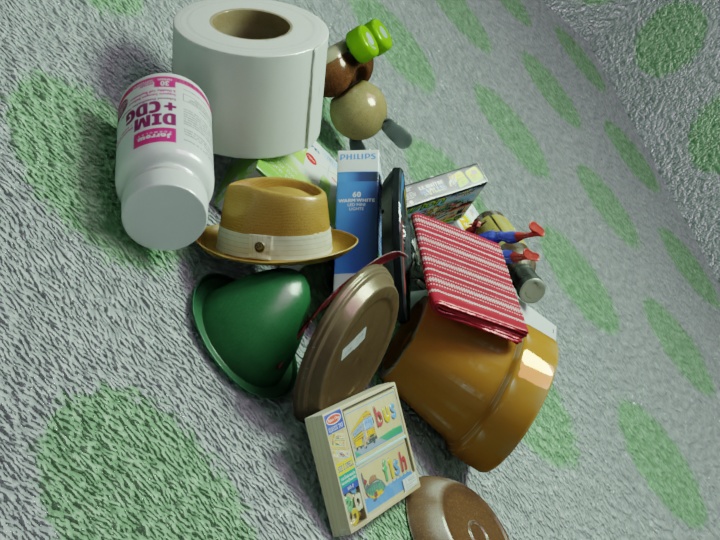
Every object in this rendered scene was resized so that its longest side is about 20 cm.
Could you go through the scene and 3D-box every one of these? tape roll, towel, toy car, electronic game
[{"bbox_3d":[-0.144,-0.251,1.585,0.199,0.141,0.204,5,31,-3],"label":"tape roll"},{"bbox_3d":[0.138,0.008,1.610,0.143,0.023,0.201,20,32,-21],"label":"towel"},{"bbox_3d":[-0.003,-0.267,1.964,0.202,0.163,0.158,59,23,-7],"label":"toy car"},{"bbox_3d":[0.052,-0.033,1.607,0.200,0.041,0.203,-2,90,-86],"label":"electronic game"}]

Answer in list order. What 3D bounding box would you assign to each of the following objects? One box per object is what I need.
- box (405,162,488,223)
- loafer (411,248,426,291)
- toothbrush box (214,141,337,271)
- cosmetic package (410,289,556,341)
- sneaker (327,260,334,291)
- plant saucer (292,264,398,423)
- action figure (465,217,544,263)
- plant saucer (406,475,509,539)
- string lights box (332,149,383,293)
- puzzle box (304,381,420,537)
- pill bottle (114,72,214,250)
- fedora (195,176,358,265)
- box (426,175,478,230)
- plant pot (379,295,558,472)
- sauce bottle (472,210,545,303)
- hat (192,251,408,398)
[{"bbox_3d":[0.081,-0.091,1.802,0.198,0.110,0.035,-19,70,-27],"label":"box"},{"bbox_3d":[0.067,-0.016,1.861,0.062,0.072,0.201,-15,61,-43],"label":"loafer"},{"bbox_3d":[-0.101,-0.110,1.648,0.146,0.086,0.201,44,24,-19],"label":"toothbrush box"},{"bbox_3d":[0.172,0.078,1.773,0.199,0.149,0.052,32,55,-48],"label":"cosmetic package"},{"bbox_3d":[0.000,0.000,1.699,0.080,0.077,0.202,40,26,-53],"label":"sneaker"},{"bbox_3d":[-0.011,0.089,1.411,0.029,0.202,0.199,27,16,21],"label":"plant saucer"},{"bbox_3d":[0.170,-0.035,1.766,0.051,0.199,0.066,23,70,-37],"label":"action figure"},{"bbox_3d":[0.135,0.334,1.521,0.200,0.037,0.201,40,26,-24],"label":"plant saucer"},{"bbox_3d":[0.001,-0.044,1.607,0.103,0.058,0.203,75,14,-65],"label":"string lights box"},{"bbox_3d":[0.006,0.210,1.415,0.199,0.025,0.135,-15,90,-64],"label":"puzzle box"},{"bbox_3d":[-0.224,-0.125,1.412,0.113,0.113,0.201,34,30,-34],"label":"pill bottle"},{"bbox_3d":[-0.100,-0.063,1.461,0.200,0.198,0.083,-35,129,-66],"label":"fedora"},{"bbox_3d":[0.142,-0.033,1.944,0.101,0.112,0.202,2,55,-59],"label":"box"},{"bbox_3d":[0.132,0.133,1.629,0.182,0.201,0.201,31,27,-7],"label":"plant pot"},{"bbox_3d":[0.216,-0.018,1.796,0.065,0.065,0.201,38,15,-28],"label":"sauce bottle"},{"bbox_3d":[-0.071,0.023,1.402,0.166,0.175,0.201,45,25,-16],"label":"hat"}]
